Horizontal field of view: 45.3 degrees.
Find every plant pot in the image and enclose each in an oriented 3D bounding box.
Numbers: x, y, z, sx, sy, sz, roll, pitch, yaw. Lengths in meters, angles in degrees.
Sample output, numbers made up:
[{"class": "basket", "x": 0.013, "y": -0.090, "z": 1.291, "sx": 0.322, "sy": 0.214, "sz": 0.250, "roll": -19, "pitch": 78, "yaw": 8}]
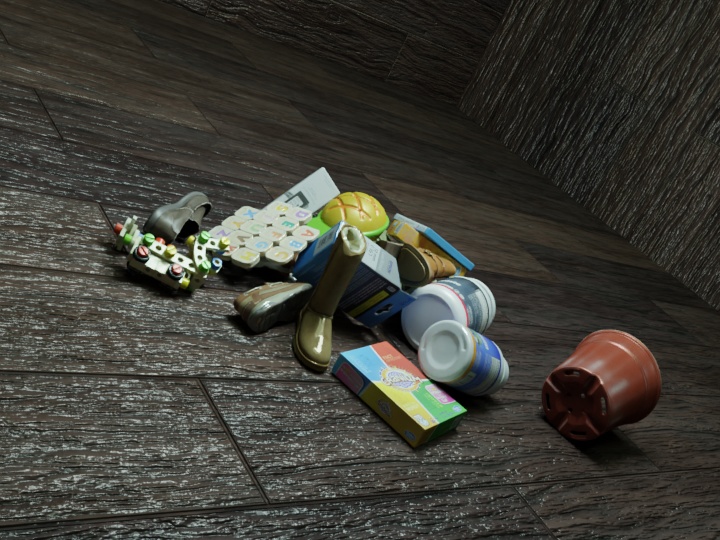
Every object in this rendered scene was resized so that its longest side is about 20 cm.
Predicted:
[{"class": "plant pot", "x": 0.470, "y": 0.240, "z": 1.727, "sx": 0.200, "sy": 0.203, "sz": 0.194, "roll": 39, "pitch": 32, "yaw": 27}]

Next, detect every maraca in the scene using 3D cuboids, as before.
[{"class": "maraca", "x": -0.029, "y": -0.095, "z": 1.729, "sx": 0.136, "sy": 0.108, "sz": 0.199, "roll": 26, "pitch": 34, "yaw": 35}]

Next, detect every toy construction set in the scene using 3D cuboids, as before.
[{"class": "toy construction set", "x": -0.328, "y": -0.034, "z": 1.461, "sx": 0.197, "sy": 0.093, "sz": 0.132, "roll": 18, "pitch": 47, "yaw": -5}]

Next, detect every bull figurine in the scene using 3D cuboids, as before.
[{"class": "bull figurine", "x": -0.135, "y": -0.027, "z": 1.690, "sx": 0.199, "sy": 0.065, "sz": 0.122, "roll": -27, "pitch": 75, "yaw": -44}]

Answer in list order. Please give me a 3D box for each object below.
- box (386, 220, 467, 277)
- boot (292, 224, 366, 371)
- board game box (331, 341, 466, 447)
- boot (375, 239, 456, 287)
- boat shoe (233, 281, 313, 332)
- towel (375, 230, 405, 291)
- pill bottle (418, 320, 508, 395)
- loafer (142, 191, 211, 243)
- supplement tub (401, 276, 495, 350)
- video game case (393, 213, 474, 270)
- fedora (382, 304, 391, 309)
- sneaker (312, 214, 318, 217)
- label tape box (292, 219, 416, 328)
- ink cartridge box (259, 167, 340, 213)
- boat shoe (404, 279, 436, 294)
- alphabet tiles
[{"class": "box", "x": 0.154, "y": -0.037, "z": 1.915, "sx": 0.199, "sy": 0.042, "sz": 0.119, "roll": 34, "pitch": 0, "yaw": -12}, {"class": "boot", "x": -0.050, "y": 0.045, "z": 1.472, "sx": 0.065, "sy": 0.202, "sz": 0.176, "roll": 18, "pitch": 28, "yaw": -21}, {"class": "board game box", "x": 0.067, "y": 0.207, "z": 1.480, "sx": 0.199, "sy": 0.041, "sz": 0.152, "roll": 39, "pitch": 23, "yaw": 25}, {"class": "boot", "x": 0.132, "y": -0.008, "z": 1.715, "sx": 0.153, "sy": 0.075, "sz": 0.200, "roll": 16, "pitch": 13, "yaw": -32}, {"class": "boat shoe", "x": -0.151, "y": 0.048, "z": 1.525, "sx": 0.071, "sy": 0.076, "sz": 0.199, "roll": 33, "pitch": 20, "yaw": 19}, {"class": "towel", "x": 0.046, "y": -0.055, "z": 1.925, "sx": 0.202, "sy": 0.036, "sz": 0.149, "roll": 61, "pitch": 12, "yaw": -18}, {"class": "pill bottle", "x": 0.199, "y": 0.169, "z": 1.598, "sx": 0.112, "sy": 0.113, "sz": 0.199, "roll": 45, "pitch": 10, "yaw": 36}, {"class": "loafer", "x": -0.334, "y": -0.089, "z": 1.628, "sx": 0.071, "sy": 0.073, "sz": 0.200, "roll": 40, "pitch": 27, "yaw": 3}, {"class": "supplement tub", "x": 0.182, "y": 0.088, "z": 1.751, "sx": 0.140, "sy": 0.142, "sz": 0.199, "roll": 37, "pitch": 23, "yaw": 21}, {"class": "video game case", "x": 0.161, "y": -0.065, "z": 1.933, "sx": 0.143, "sy": 0.018, "sz": 0.200, "roll": 38, "pitch": -1, "yaw": -22}, {"class": "fedora", "x": 0.000, "y": 0.000, "z": 1.792, "sx": 0.198, "sy": 0.091, "sz": 0.177, "roll": 6, "pitch": 30, "yaw": -44}, {"class": "sneaker", "x": -0.117, "y": -0.100, "z": 1.884, "sx": 0.198, "sy": 0.081, "sz": 0.071, "roll": 30, "pitch": 21, "yaw": 3}, {"class": "label tape box", "x": -0.008, "y": 0.011, "z": 1.623, "sx": 0.199, "sy": 0.143, "sz": 0.067, "roll": 34, "pitch": 47, "yaw": -23}, {"class": "ink cartridge box", "x": -0.148, "y": -0.126, "z": 1.789, "sx": 0.067, "sy": 0.199, "sz": 0.116, "roll": 55, "pitch": -10, "yaw": -8}, {"class": "boat shoe", "x": 0.124, "y": 0.013, "z": 1.884, "sx": 0.202, "sy": 0.074, "sz": 0.076, "roll": -4, "pitch": 74, "yaw": -85}, {"class": "alphabet tiles", "x": -0.185, "y": -0.072, "z": 1.634, "sx": 0.194, "sy": 0.015, "sz": 0.200, "roll": 20, "pitch": 43, "yaw": 30}]
